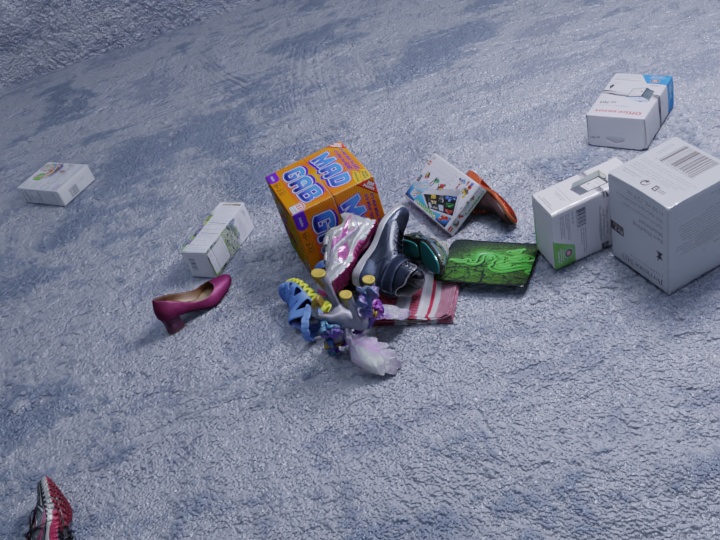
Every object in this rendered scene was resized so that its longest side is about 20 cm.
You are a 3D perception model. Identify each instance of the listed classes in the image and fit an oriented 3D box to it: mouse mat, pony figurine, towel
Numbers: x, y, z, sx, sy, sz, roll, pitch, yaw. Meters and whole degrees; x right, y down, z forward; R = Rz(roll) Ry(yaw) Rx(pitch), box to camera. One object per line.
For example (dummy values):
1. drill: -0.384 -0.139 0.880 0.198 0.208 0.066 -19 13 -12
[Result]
1. mouse mat: 0.265 -0.018 1.617 0.197 0.008 0.161 5 36 24
2. pony figurine: -0.007 0.095 1.486 0.190 0.202 0.168 6 47 12
3. towel: 0.105 0.055 1.604 0.197 0.023 0.145 -4 39 19

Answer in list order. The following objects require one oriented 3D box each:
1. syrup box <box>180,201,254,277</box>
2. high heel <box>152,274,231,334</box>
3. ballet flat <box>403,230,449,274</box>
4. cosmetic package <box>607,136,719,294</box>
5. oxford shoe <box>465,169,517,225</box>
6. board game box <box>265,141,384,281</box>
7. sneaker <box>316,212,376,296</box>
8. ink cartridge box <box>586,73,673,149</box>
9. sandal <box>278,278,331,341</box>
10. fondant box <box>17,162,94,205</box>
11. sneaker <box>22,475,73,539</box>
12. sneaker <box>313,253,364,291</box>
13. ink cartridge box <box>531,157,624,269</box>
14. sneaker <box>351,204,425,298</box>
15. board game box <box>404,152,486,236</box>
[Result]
1. syrup box: -0.352 -0.079 1.922 0.080 0.079 0.201 3 42 26
2. high heel: -0.379 0.050 1.760 0.067 0.097 0.200 18 51 38
3. ballet flat: 0.150 -0.046 1.649 0.074 0.075 0.200 -28 26 -12
4. cosmetic package: 0.581 -0.104 1.444 0.163 0.202 0.165 -26 38 -11
5. oxford shoe: 0.285 -0.149 1.758 0.073 0.071 0.201 -47 40 10
6. board game box: -0.070 -0.132 1.762 0.198 0.202 0.200 -26 38 -9
7. sneaker: -0.045 -0.037 1.626 0.087 0.082 0.201 26 65 12
8. ink cartridge box: 0.648 -0.385 1.858 0.145 0.087 0.200 13 46 35
9. sandal: -0.122 0.084 1.626 0.087 0.080 0.199 -38 40 -17
10. fondant box: -0.962 -0.276 2.450 0.197 0.059 0.145 8 45 30
11. sneaker: -0.556 0.447 1.363 0.074 0.081 0.201 -26 38 -6
12. sneaker: 0.000 0.000 1.691 0.197 0.070 0.079 -19 60 -10
13. ink cartridge box: 0.454 -0.114 1.554 0.198 0.147 0.084 -24 41 -7
14. sneaker: 0.088 -0.036 1.614 0.145 0.077 0.204 17 70 36
15. board game box: 0.193 -0.180 1.798 0.127 0.034 0.200 -53 39 9
